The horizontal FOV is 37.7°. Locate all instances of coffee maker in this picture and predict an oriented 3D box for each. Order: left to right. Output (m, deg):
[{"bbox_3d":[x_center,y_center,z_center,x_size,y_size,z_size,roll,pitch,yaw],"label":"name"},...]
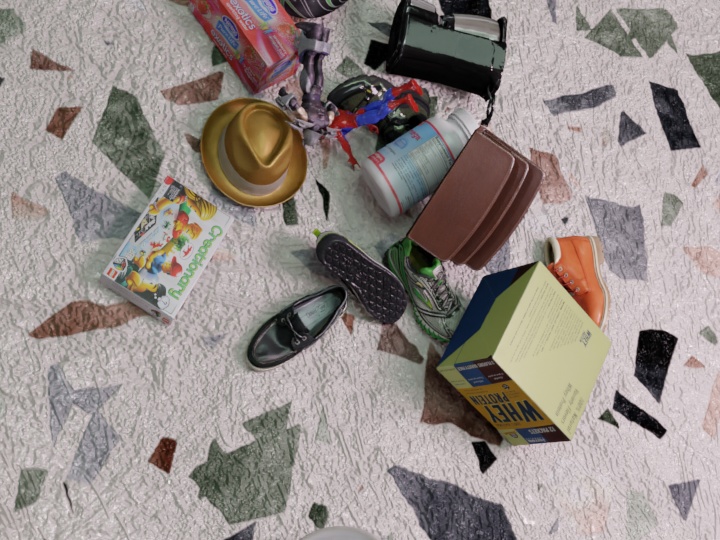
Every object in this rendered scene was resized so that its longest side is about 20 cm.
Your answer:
[{"bbox_3d":[0.152,-0.383,1.880,0.196,0.135,0.195,10,54,-12],"label":"coffee maker"}]

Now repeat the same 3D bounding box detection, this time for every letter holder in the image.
[{"bbox_3d":[0.188,-0.103,1.674,0.141,0.201,0.101,35,16,4],"label":"letter holder"}]

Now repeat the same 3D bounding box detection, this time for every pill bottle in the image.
[{"bbox_3d":[0.107,-0.185,1.762,0.198,0.109,0.110,-33,81,-7],"label":"pill bottle"}]

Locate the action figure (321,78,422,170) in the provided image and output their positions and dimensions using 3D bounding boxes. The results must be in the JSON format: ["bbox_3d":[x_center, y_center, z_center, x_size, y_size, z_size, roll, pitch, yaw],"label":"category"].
[{"bbox_3d":[0.023,-0.240,1.767,0.099,0.197,0.066,52,38,-34],"label":"action figure"}]

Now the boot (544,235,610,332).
[{"bbox_3d":[0.374,0.028,1.842,0.105,0.075,0.203,7,57,-16],"label":"boot"}]

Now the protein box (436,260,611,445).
[{"bbox_3d":[0.262,0.135,1.677,0.200,0.134,0.200,44,57,-20],"label":"protein box"}]

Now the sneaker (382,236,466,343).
[{"bbox_3d":[0.115,0.033,1.721,0.078,0.085,0.201,-37,86,-30],"label":"sneaker"}]

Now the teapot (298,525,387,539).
[{"bbox_3d":[-0.024,0.460,1.447,0.196,0.148,0.199,-4,38,6],"label":"teapot"}]

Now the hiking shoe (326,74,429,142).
[{"bbox_3d":[0.039,-0.276,1.829,0.197,0.076,0.102,0,64,-23],"label":"hiking shoe"}]

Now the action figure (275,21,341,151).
[{"bbox_3d":[-0.080,-0.294,1.711,0.130,0.068,0.204,5,88,-60],"label":"action figure"}]

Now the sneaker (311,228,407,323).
[{"bbox_3d":[0.000,0.000,1.695,0.072,0.083,0.200,-43,113,2],"label":"sneaker"}]

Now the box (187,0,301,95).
[{"bbox_3d":[-0.189,-0.416,1.785,0.102,0.095,0.201,-31,82,-31],"label":"box"}]

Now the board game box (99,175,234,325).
[{"bbox_3d":[-0.293,-0.032,1.609,0.125,0.035,0.202,32,60,-7],"label":"board game box"}]

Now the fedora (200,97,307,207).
[{"bbox_3d":[-0.164,-0.204,1.709,0.197,0.082,0.204,8,65,-18],"label":"fedora"}]

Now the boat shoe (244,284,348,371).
[{"bbox_3d":[-0.092,0.083,1.624,0.198,0.066,0.075,-29,81,-30],"label":"boat shoe"}]

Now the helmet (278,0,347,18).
[{"bbox_3d":[-0.091,-0.536,1.809,0.201,0.200,0.190,56,36,8],"label":"helmet"}]
